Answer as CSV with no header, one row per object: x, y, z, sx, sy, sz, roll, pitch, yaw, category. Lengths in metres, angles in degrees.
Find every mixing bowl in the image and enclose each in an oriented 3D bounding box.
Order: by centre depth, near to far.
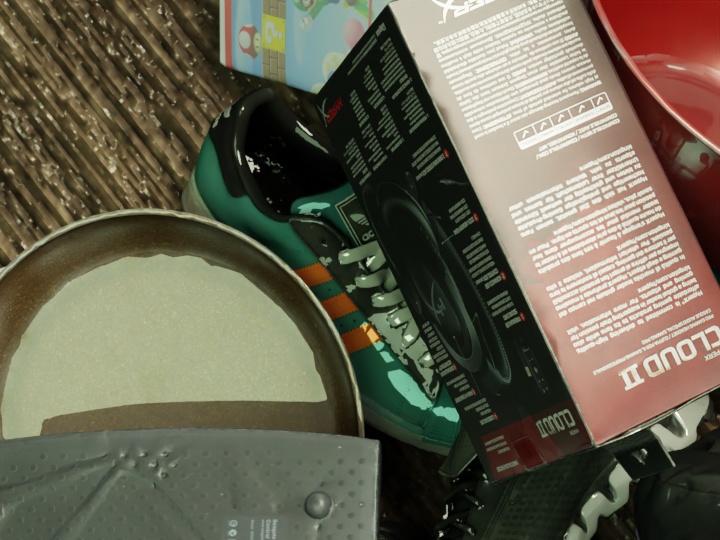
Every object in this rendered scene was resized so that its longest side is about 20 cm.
0.159,-0.074,1.010,0.200,0.200,0.109,46,141,11,mixing bowl

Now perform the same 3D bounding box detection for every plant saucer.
-0.091,0.072,1.113,0.199,0.032,0.201,1,94,15,plant saucer

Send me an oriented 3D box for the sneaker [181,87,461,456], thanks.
0.000,0.000,1.113,0.200,0.071,0.080,42,144,14,sneaker

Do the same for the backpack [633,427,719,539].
0.172,0.169,1.044,0.126,0.166,0.201,8,103,40,backpack

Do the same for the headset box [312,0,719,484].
0.066,-0.009,0.966,0.077,0.149,0.201,-25,85,-15,headset box

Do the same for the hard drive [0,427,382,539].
-0.087,0.137,1.058,0.199,0.042,0.136,-2,71,12,hard drive

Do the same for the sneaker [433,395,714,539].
0.062,0.094,1.058,0.200,0.066,0.091,-46,104,-22,sneaker

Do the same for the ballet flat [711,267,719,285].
0.230,0.007,1.045,0.199,0.071,0.071,-15,90,23,ballet flat

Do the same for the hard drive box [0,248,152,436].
-0.176,0.082,1.204,0.199,0.077,0.157,-18,88,23,hard drive box

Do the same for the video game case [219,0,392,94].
0.011,-0.139,1.083,0.199,0.017,0.144,20,118,40,video game case

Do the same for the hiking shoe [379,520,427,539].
0.019,0.170,1.146,0.200,0.076,0.101,-39,70,13,hiking shoe

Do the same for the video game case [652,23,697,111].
0.059,-0.117,1.119,0.142,0.019,0.201,-25,87,22,video game case
